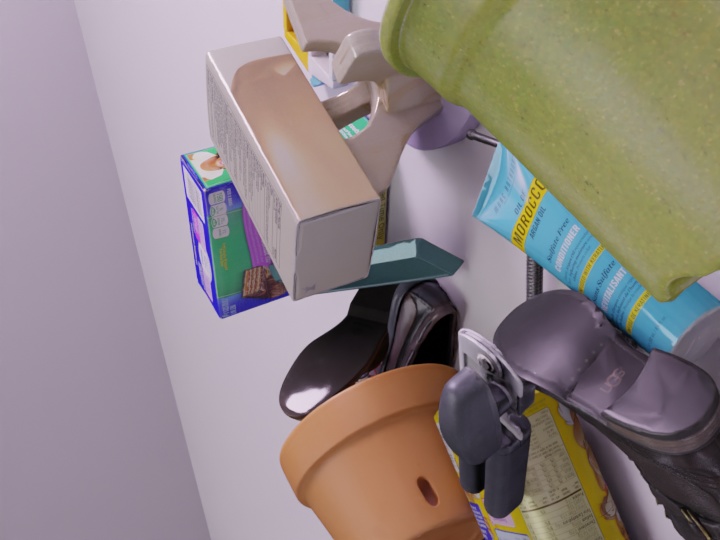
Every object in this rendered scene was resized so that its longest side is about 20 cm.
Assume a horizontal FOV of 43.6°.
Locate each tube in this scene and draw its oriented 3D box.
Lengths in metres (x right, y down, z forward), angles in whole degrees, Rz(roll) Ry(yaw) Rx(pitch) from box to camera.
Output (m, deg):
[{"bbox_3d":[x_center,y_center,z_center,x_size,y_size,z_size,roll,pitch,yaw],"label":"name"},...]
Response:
[{"bbox_3d":[0.149,-0.016,0.598,0.200,0.050,0.078,47,128,38],"label":"tube"}]

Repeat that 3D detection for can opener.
[{"bbox_3d":[0.075,0.113,0.590,0.053,0.067,0.201,41,156,32],"label":"can opener"}]

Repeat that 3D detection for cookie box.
[{"bbox_3d":[-0.074,-0.060,0.939,0.075,0.199,0.172,51,151,41],"label":"cookie box"}]

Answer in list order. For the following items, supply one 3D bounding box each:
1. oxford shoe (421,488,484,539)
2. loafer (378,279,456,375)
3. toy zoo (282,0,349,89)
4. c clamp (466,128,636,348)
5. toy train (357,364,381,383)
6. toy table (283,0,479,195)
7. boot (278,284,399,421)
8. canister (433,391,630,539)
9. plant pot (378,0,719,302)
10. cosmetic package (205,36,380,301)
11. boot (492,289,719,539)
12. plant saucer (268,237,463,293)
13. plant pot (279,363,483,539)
[{"bbox_3d":[0.116,0.309,0.937,0.201,0.073,0.071,64,158,21],"label":"oxford shoe"},{"bbox_3d":[0.062,0.099,0.916,0.063,0.072,0.201,43,142,45],"label":"loafer"},{"bbox_3d":[-0.048,-0.283,0.945,0.131,0.020,0.201,53,152,41],"label":"toy zoo"},{"bbox_3d":[0.149,0.001,0.680,0.171,0.027,0.201,28,132,53],"label":"c clamp"},{"bbox_3d":[0.024,0.133,1.081,0.200,0.034,0.046,172,84,-69],"label":"toy train"},{"bbox_3d":[0.020,-0.159,0.742,0.185,0.116,0.200,65,159,18],"label":"toy table"},{"bbox_3d":[-0.007,0.093,0.932,0.073,0.200,0.076,19,139,30],"label":"boot"},{"bbox_3d":[0.146,0.193,0.730,0.201,0.086,0.148,67,159,2],"label":"canister"},{"bbox_3d":[0.141,-0.095,0.426,0.185,0.200,0.201,54,156,11],"label":"plant pot"},{"bbox_3d":[-0.061,-0.087,0.742,0.201,0.071,0.105,61,158,30],"label":"cosmetic package"},{"bbox_3d":[0.178,0.111,0.571,0.174,0.069,0.200,53,172,-32],"label":"boot"},{"bbox_3d":[0.000,0.000,0.872,0.199,0.070,0.019,-8,68,41],"label":"plant saucer"},{"bbox_3d":[0.040,0.203,0.858,0.201,0.199,0.140,101,147,-52],"label":"plant pot"}]
